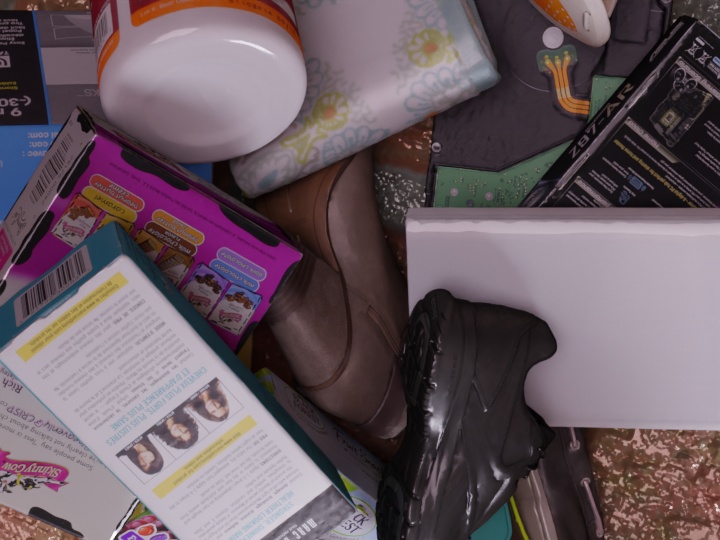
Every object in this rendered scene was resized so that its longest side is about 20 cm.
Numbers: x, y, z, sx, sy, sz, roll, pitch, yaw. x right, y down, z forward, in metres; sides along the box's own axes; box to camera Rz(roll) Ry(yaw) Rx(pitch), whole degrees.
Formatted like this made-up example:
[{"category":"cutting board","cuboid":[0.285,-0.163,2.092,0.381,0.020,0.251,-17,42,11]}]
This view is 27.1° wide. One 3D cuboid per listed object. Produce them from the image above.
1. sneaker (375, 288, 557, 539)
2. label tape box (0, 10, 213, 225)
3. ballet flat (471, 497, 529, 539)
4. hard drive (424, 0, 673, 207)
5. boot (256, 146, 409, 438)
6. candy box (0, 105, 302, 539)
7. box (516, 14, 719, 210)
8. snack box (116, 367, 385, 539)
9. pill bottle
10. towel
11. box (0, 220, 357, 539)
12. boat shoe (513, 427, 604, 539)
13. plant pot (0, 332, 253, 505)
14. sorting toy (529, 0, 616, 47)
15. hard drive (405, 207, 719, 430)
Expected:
[{"category":"sneaker","cuboid":[0.062,0.111,0.849,0.090,0.076,0.201,6,111,-14]},{"category":"label tape box","cuboid":[-0.164,-0.080,0.887,0.144,0.200,0.063,-3,129,-16]},{"category":"ballet flat","cuboid":[0.075,0.181,0.924,0.067,0.067,0.201,-12,83,-13]},{"category":"hard drive","cuboid":[0.117,-0.113,0.925,0.139,0.038,0.201,7,96,12]},{"category":"boot","cuboid":[0.000,0.000,0.935,0.070,0.200,0.146,-15,129,40]},{"category":"candy box","cuboid":[-0.144,0.033,0.803,0.136,0.061,0.200,31,96,-28]},{"category":"box","cuboid":[0.215,-0.025,0.881,0.200,0.044,0.160,38,100,-9]},{"category":"snack box","cuboid":[-0.054,0.156,0.920,0.142,0.200,0.053,-34,46,13]},{"category":"pill bottle","cuboid":[-0.099,-0.169,0.849,0.113,0.113,0.200,-21,55,14]},{"category":"towel","cuboid":[-0.022,-0.163,0.914,0.171,0.048,0.201,-26,66,15]},{"category":"box","cuboid":[-0.093,0.075,0.772,0.082,0.049,0.200,-37,118,3]},{"category":"boat shoe","cuboid":[0.109,0.098,0.946,0.067,0.057,0.201,-11,91,53]},{"category":"plant pot","cuboid":[-0.161,0.048,0.934,0.188,0.201,0.202,3,97,-4]},{"category":"sorting toy","cuboid":[0.113,-0.259,0.814,0.107,0.180,0.201,19,77,20]},{"category":"hard drive","cuboid":[0.128,0.028,0.861,0.199,0.027,0.132,1,113,9]}]
